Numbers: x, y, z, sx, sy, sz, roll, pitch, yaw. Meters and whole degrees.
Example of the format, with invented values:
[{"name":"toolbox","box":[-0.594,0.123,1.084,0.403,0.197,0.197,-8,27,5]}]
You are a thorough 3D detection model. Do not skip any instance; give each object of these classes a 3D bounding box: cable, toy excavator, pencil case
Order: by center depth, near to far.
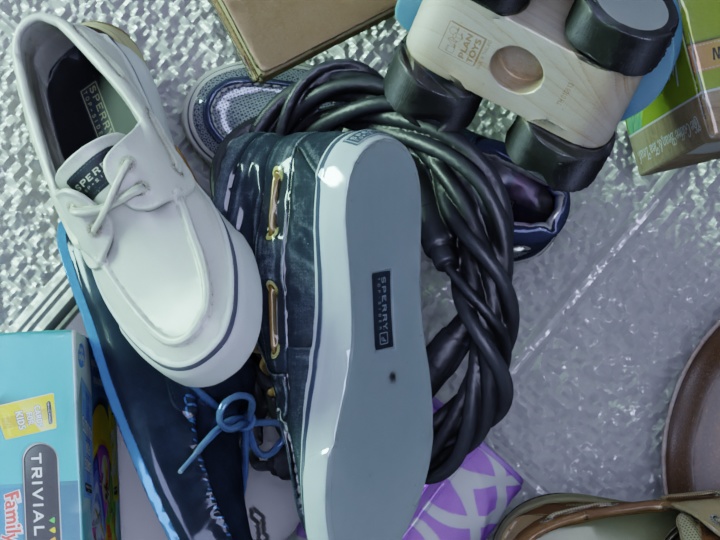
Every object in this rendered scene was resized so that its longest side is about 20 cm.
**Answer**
[{"name":"cable","box":[0.000,0.000,1.364,0.162,0.051,0.202,-2,88,34]},{"name":"toy excavator","box":[0.070,-0.157,1.375,0.194,0.100,0.200,27,41,3]},{"name":"pencil case","box":[-0.005,0.151,1.411,0.084,0.086,0.200,34,82,17]}]

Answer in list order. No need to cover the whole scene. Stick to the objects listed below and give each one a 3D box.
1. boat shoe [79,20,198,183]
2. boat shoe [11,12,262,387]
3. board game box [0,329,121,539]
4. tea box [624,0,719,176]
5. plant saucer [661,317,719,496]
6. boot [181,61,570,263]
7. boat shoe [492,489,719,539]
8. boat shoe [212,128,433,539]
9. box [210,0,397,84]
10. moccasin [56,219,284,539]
[{"name":"boat shoe","box":[-0.108,-0.029,1.422,0.072,0.072,0.201,-22,88,8]},{"name":"boat shoe","box":[-0.106,-0.037,1.304,0.072,0.066,0.201,-33,57,17]},{"name":"board game box","box":[-0.142,0.134,1.371,0.047,0.151,0.202,-3,85,2]},{"name":"tea box","box":[0.219,-0.168,1.420,0.199,0.134,0.198,-14,87,-11]},{"name":"plant saucer","box":[0.247,0.097,1.456,0.199,0.032,0.202,0,85,-2]},{"name":"boot","box":[0.009,-0.059,1.428,0.199,0.090,0.073,16,84,-1]},{"name":"boat shoe","box":[0.162,0.141,1.395,0.198,0.074,0.076,-4,87,2]},{"name":"boat shoe","box":[-0.021,0.035,1.323,0.071,0.091,0.202,-3,97,-47]},{"name":"box","box":[-0.005,-0.209,1.457,0.199,0.021,0.164,-28,87,-16]},{"name":"moccasin","box":[-0.080,0.054,1.343,0.068,0.080,0.201,-22,82,2]}]
